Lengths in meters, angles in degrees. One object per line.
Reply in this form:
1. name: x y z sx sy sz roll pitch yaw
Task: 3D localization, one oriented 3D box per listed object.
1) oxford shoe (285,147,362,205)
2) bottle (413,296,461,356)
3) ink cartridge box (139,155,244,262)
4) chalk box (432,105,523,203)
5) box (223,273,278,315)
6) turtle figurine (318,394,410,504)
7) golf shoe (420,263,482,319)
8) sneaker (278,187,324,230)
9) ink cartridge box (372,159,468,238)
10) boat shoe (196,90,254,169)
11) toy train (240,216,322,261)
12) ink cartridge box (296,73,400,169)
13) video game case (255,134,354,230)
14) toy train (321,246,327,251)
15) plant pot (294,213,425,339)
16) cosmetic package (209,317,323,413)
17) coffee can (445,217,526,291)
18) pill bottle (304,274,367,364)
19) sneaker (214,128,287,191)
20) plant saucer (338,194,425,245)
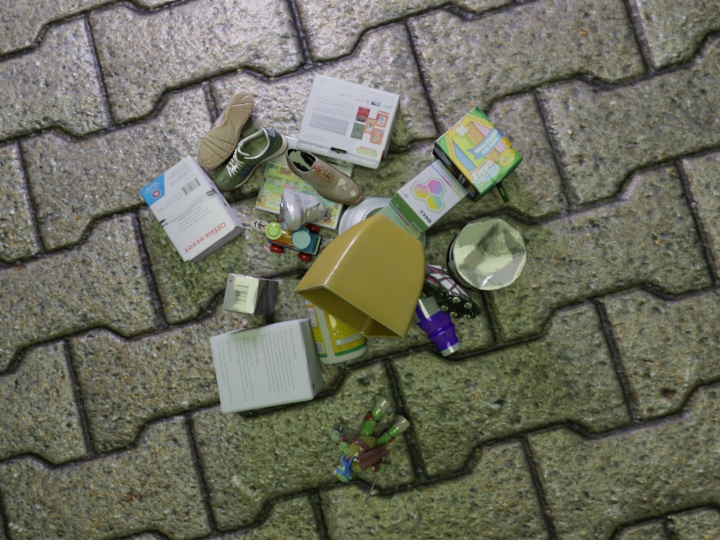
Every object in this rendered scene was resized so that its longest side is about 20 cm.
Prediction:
1. oxford shoe: -0.087 -0.210 1.359 0.199 0.075 0.071 29 89 8
2. bottle: 0.158 0.093 1.354 0.083 0.065 0.201 -27 86 -27
3. ink cartridge box: -0.387 -0.137 1.399 0.146 0.084 0.200 -34 87 3
4. chalk box: 0.270 -0.236 1.334 0.124 0.125 0.200 -41 87 2
5. box: -0.236 0.053 1.323 0.068 0.200 0.083 9 89 4
6. turtle figurine: 0.007 0.386 1.357 0.144 0.200 0.194 34 70 27
7. golf shoe: 0.185 0.036 1.308 0.199 0.077 0.088 30 50 -20
8. sneaker: -0.124 -0.133 1.308 0.099 0.200 0.078 7 110 -8
9. ink cartridge box: 0.134 -0.146 1.328 0.200 0.059 0.104 -39 86 -28
10. boat shoe: -0.313 -0.324 1.411 0.072 0.065 0.201 29 91 -13
11. toy train: -0.192 -0.085 1.367 0.199 0.116 0.085 16 89 5
12. ink cartridge box: -0.027 -0.328 1.378 0.199 0.084 0.176 16 88 5
13. video game case: -0.127 -0.207 1.414 0.199 0.023 0.183 15 89 4
14. toy train: 0.000 0.000 1.380 0.199 0.056 0.151 7 88 4
15. plant pot: 0.018 0.003 1.216 0.194 0.195 0.201 33 74 -16
16. cosmetic package: -0.200 0.204 1.332 0.199 0.166 0.168 -10 88 5
17. coffee can: 0.262 -0.029 1.288 0.146 0.200 0.147 0 88 4
18. pill bottle: -0.060 0.095 1.342 0.112 0.113 0.201 -14 94 4
19. sneaker: -0.266 -0.259 1.379 0.200 0.090 0.067 -33 76 11
20. plant saucer: 0.051 -0.087 1.348 0.199 0.050 0.201 3 69 -7
